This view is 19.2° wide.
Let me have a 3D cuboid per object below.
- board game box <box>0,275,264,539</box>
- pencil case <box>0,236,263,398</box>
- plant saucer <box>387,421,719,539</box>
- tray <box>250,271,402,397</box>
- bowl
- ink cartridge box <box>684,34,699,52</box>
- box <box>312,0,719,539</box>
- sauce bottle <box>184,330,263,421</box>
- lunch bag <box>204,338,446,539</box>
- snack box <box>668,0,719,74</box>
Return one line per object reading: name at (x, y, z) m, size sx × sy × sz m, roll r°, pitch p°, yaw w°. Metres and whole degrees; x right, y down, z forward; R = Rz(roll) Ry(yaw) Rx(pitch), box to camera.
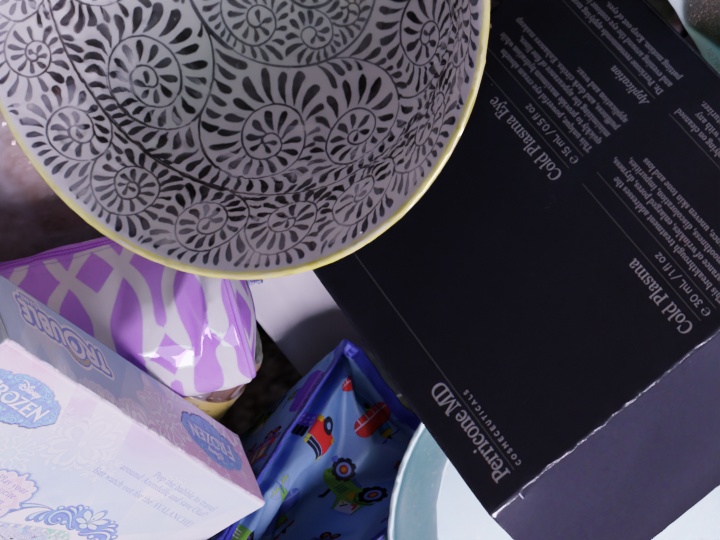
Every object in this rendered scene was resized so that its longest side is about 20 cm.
board game box at (-0.171, 0.101, 0.873) m, size 0.198 × 0.044 × 0.200 m, roll -32°, pitch 146°, yaw 11°
pencil case at (-0.139, 0.026, 0.919) m, size 0.198 × 0.084 × 0.086 m, roll -14°, pitch 109°, yaw -3°
plant saucer at (0.110, 0.116, 0.996) m, size 0.198 × 0.036 × 0.202 m, roll -1°, pitch 102°, yaw -4°
tray at (0.000, 0.000, 1.026) m, size 0.107 × 0.022 × 0.200 m, roll -27°, pitch 143°, yaw 6°
bowl at (-0.035, -0.106, 0.785) m, size 0.201 × 0.201 × 0.094 m, roll -41°, pitch 178°, yaw 23°
ink cartridge box at (0.192, -0.051, 1.045) m, size 0.160 × 0.050 × 0.200 m, roll 14°, pitch 127°, yaw -39°
box at (0.091, -0.003, 0.898) m, size 0.182 × 0.200 × 0.104 m, roll -38°, pitch 143°, yaw 2°
sauce bottle at (-0.122, 0.088, 1.038) m, size 0.064 × 0.065 × 0.200 m, roll 12°, pitch 133°, yaw -37°
lunch bag at (-0.060, 0.151, 1.012) m, size 0.151 × 0.094 × 0.200 m, roll -44°, pitch -179°, yaw 44°
snack box at (0.183, -0.129, 0.861) m, size 0.115 × 0.037 × 0.200 m, roll -22°, pitch 124°, yaw 25°
